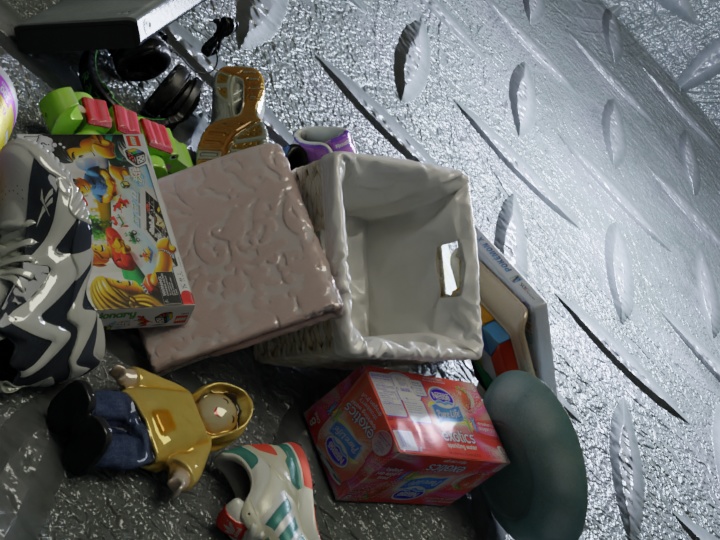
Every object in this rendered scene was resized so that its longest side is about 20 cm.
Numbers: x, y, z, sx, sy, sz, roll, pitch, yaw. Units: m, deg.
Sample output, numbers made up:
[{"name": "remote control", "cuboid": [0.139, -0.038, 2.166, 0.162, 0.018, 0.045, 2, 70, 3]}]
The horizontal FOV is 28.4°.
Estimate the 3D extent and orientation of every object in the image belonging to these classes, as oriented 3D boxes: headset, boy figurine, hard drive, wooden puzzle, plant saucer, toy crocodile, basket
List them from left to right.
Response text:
[{"name": "hard drive", "cuboid": [-0.254, -0.272, 1.495, 0.200, 0.137, 0.033, -57, 142, -61]}, {"name": "toy crocodile", "cuboid": [-0.239, -0.135, 1.421, 0.199, 0.062, 0.068, 20, 41, -47]}, {"name": "boy figurine", "cuboid": [-0.167, 0.135, 1.209, 0.199, 0.064, 0.125, 5, 49, -51]}, {"name": "headset", "cuboid": [-0.211, -0.220, 1.532, 0.124, 0.094, 0.200, 53, 39, 2]}, {"name": "basket", "cuboid": [0.000, 0.000, 1.441, 0.198, 0.160, 0.201, 6, 76, -44]}, {"name": "wooden puzzle", "cuboid": [0.153, 0.096, 1.616, 0.185, 0.037, 0.202, -129, -157, -58]}, {"name": "plant saucer", "cuboid": [0.167, 0.210, 1.517, 0.038, 0.202, 0.203, -9, 61, -29]}]

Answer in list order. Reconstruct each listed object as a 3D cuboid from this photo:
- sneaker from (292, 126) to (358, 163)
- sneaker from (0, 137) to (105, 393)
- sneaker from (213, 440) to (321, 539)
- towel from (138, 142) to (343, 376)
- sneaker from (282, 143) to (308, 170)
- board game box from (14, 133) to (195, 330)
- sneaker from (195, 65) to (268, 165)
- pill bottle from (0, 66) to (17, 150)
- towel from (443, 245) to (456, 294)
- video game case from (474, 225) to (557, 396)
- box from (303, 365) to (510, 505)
[{"name": "sneaker", "cuboid": [-0.006, -0.091, 1.597, 0.199, 0.115, 0.073, 31, 48, 24]}, {"name": "sneaker", "cuboid": [-0.279, 0.004, 1.128, 0.129, 0.079, 0.202, -27, 117, -54]}, {"name": "sneaker", "cuboid": [-0.079, 0.239, 1.232, 0.092, 0.071, 0.202, 7, 51, -30]}, {"name": "towel", "cuboid": [-0.133, -0.013, 1.336, 0.032, 0.189, 0.202, 83, -14, -60]}, {"name": "sneaker", "cuboid": [-0.067, -0.052, 1.552, 0.078, 0.089, 0.202, 12, 52, -50]}, {"name": "board game box", "cuboid": [-0.236, -0.038, 1.292, 0.125, 0.035, 0.202, -3, 55, -29]}, {"name": "sneaker", "cuboid": [-0.135, -0.132, 1.551, 0.074, 0.088, 0.202, 7, 44, 0]}, {"name": "pill bottle", "cuboid": [-0.349, -0.093, 1.157, 0.104, 0.104, 0.201, 38, 30, -24]}, {"name": "towel", "cuboid": [0.072, -0.015, 1.724, 0.172, 0.048, 0.202, 53, 19, -50]}, {"name": "video game case", "cuboid": [0.173, 0.075, 1.630, 0.183, 0.022, 0.202, -127, -158, -54]}, {"name": "box", "cuboid": [0.049, 0.172, 1.457, 0.199, 0.094, 0.104, 13, 46, -51]}]
